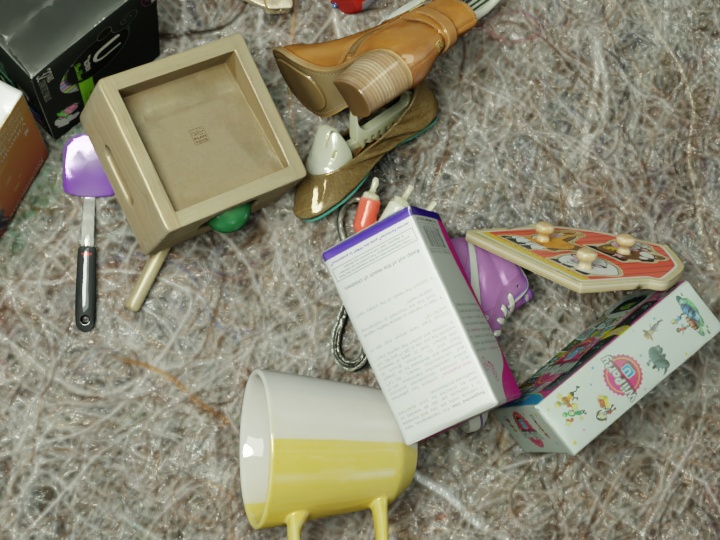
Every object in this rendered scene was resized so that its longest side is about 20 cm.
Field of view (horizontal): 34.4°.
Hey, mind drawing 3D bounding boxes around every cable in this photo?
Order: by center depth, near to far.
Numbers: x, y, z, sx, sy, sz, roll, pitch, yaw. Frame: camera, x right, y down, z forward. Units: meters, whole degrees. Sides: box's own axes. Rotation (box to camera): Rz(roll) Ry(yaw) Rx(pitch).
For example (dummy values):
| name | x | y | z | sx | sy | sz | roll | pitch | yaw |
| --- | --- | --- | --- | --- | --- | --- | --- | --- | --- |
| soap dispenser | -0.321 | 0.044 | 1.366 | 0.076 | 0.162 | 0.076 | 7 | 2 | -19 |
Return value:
| name | x | y | z | sx | sy | sz | roll | pitch | yaw |
| --- | --- | --- | --- | --- | --- | --- | --- | --- | --- |
| cable | 0.000 | 0.000 | 1.197 | 0.097 | 0.050 | 0.200 | 22 | 80 | 8 |

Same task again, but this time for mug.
| name | x | y | z | sx | sy | sz | roll | pitch | yaw |
| --- | --- | --- | --- | --- | --- | --- | --- | --- | --- |
| mug | -0.030 | 0.189 | 1.125 | 0.153 | 0.149 | 0.187 | 2 | 86 | -17 |

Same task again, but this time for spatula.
| name | x | y | z | sx | sy | sz | roll | pitch | yaw |
| --- | --- | --- | --- | --- | --- | --- | --- | --- | --- |
| spatula | -0.275 | -0.039 | 1.174 | 0.056 | 0.021 | 0.201 | 2 | 82 | -10 |

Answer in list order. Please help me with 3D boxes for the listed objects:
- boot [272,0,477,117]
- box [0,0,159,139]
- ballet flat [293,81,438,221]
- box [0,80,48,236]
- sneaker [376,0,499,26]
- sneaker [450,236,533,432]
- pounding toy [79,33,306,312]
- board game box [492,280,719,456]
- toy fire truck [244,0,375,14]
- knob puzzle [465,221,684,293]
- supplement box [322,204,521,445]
| name | x | y | z | sx | sy | sz | roll | pitch | yaw |
| --- | --- | --- | --- | --- | --- | --- | --- | --- | --- |
| boot | 0.010 | -0.228 | 1.178 | 0.155 | 0.200 | 0.077 | -41 | 118 | -18 |
| box | -0.287 | -0.238 | 1.112 | 0.149 | 0.200 | 0.124 | -43 | 88 | -12 |
| ballet flat | -0.002 | -0.136 | 1.202 | 0.200 | 0.068 | 0.072 | -39 | 133 | -13 |
| box | -0.381 | -0.096 | 1.075 | 0.106 | 0.200 | 0.153 | 27 | 78 | -3 |
| sneaker | 0.078 | -0.270 | 1.241 | 0.200 | 0.071 | 0.073 | -43 | 90 | -13 |
| sneaker | 0.132 | 0.061 | 1.200 | 0.114 | 0.073 | 0.201 | -7 | 82 | -13 |
| pounding toy | -0.175 | -0.094 | 1.156 | 0.184 | 0.142 | 0.200 | -25 | 88 | -26 |
| board game box | 0.244 | 0.100 | 1.171 | 0.200 | 0.148 | 0.064 | -39 | 90 | -13 |
| toy fire truck | -0.082 | -0.323 | 1.235 | 0.200 | 0.049 | 0.141 | 37 | 78 | -3 |
| knob puzzle | 0.238 | -0.025 | 1.175 | 0.219 | 0.220 | 0.031 | 4 | 106 | -8 |
| supplement box | 0.060 | 0.052 | 1.109 | 0.103 | 0.101 | 0.200 | -29 | 78 | 17 |
